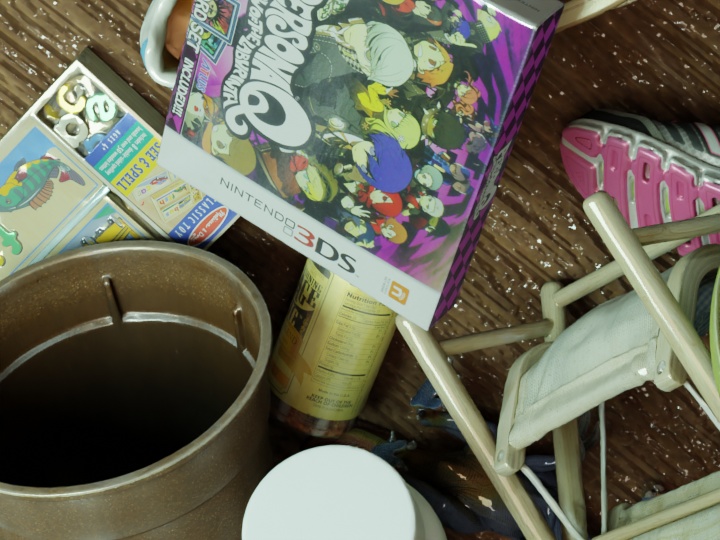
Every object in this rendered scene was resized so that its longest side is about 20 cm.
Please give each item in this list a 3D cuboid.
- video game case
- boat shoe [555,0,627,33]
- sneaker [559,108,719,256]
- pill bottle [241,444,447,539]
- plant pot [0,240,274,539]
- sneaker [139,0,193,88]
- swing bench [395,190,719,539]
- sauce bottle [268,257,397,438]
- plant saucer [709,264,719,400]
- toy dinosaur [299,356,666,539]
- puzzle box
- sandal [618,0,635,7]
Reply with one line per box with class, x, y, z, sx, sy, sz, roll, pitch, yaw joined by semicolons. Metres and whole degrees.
video game case;-0.007;-0.092;1.101;0.181;0.036;0.200;32;131;15
boat shoe;0.085;-0.159;1.098;0.200;0.072;0.072;-18;106;35
sneaker;0.210;-0.056;1.197;0.199;0.088;0.074;15;139;26
pill bottle;0.000;0.179;1.224;0.113;0.113;0.200;-3;152;10
plant pot;-0.130;0.121;1.252;0.200;0.201;0.199;-4;132;10
sneaker;-0.042;-0.173;1.175;0.076;0.081;0.200;40;112;-8
swing bench;0.143;0.077;1.142;0.199;0.129;0.201;-32;72;53
sauce bottle;0.000;0.000;1.255;0.066;0.066;0.200;21;112;-1
plant saucer;0.242;0.055;1.070;0.200;0.200;0.031;43;141;-11
toy dinosaur;0.096;0.128;1.308;0.181;0.200;0.105;36;76;-30
puzzle box;-0.178;-0.018;1.293;0.133;0.025;0.200;42;113;-11
sandal;0.126;-0.169;1.172;0.070;0.078;0.212;26;127;-38
